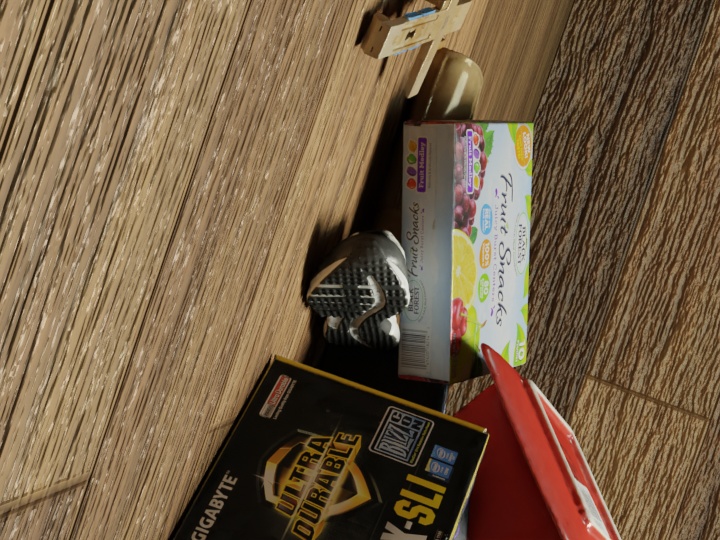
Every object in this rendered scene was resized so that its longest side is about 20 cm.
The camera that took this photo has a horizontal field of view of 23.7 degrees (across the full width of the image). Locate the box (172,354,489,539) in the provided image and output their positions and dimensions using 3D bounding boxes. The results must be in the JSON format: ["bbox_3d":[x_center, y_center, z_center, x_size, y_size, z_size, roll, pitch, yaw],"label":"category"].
[{"bbox_3d":[-0.018,0.154,1.090,0.201,0.158,0.050,-61,169,-51],"label":"box"}]

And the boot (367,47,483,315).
[{"bbox_3d":[0.055,-0.067,1.455,0.175,0.066,0.202,77,32,-78],"label":"boot"}]

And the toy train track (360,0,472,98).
[{"bbox_3d":[0.033,-0.171,1.164,0.116,0.032,0.200,-66,169,20],"label":"toy train track"}]

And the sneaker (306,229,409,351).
[{"bbox_3d":[0.000,0.000,1.255,0.200,0.073,0.081,100,-3,-75],"label":"sneaker"}]

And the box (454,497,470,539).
[{"bbox_3d":[0.001,0.222,1.279,0.106,0.121,0.202,14,-78,57],"label":"box"}]

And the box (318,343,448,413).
[{"bbox_3d":[-0.005,0.170,1.456,0.149,0.106,0.202,89,21,-69],"label":"box"}]

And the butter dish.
[{"bbox_3d":[0.110,0.192,1.345,0.200,0.147,0.201,47,17,-58],"label":"butter dish"}]

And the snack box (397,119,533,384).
[{"bbox_3d":[0.086,-0.019,1.373,0.142,0.053,0.202,-9,102,-60],"label":"snack box"}]
